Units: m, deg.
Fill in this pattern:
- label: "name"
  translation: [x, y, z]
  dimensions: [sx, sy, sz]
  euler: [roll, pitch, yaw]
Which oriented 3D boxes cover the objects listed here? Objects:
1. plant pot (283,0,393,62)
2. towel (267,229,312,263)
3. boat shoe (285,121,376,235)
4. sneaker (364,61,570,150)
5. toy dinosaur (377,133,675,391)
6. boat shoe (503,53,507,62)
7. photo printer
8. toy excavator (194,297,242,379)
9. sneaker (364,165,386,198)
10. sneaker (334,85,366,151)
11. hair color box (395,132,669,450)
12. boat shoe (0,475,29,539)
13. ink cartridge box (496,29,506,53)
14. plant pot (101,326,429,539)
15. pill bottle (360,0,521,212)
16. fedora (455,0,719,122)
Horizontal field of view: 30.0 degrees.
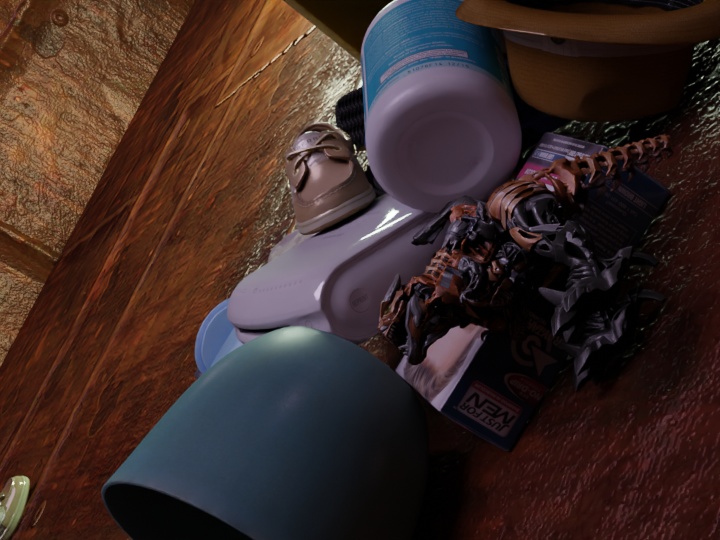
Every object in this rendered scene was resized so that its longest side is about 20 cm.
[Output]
- label: "plant pot"
  translation: [0.045, -0.356, 1.443]
  dimensions: [0.195, 0.194, 0.200]
  euler: [-44, 15, 35]
- label: "towel"
  translation: [-0.079, 0.029, 1.380]
  dimensions: [0.132, 0.034, 0.200]
  euler: [-36, 29, 49]
- label: "boat shoe"
  translation: [-0.034, -0.083, 1.128]
  dimensions: [0.074, 0.069, 0.200]
  euler: [-26, 14, 2]
- label: "sneaker"
  translation: [0.103, -0.115, 1.109]
  dimensions: [0.200, 0.078, 0.070]
  euler: [-9, 58, 36]
- label: "toy dinosaur"
  translation: [0.104, -0.012, 0.803]
  dimensions: [0.200, 0.102, 0.136]
  euler: [-51, 56, 15]
- label: "boat shoe"
  translation: [0.115, -0.199, 1.199]
  dimensions: [0.072, 0.066, 0.201]
  euler: [-45, 23, 33]
- label: "photo printer"
  translation: [0.000, 0.000, 1.031]
  dimensions: [0.200, 0.070, 0.166]
  euler: [-32, 12, -29]
- label: "toy excavator"
  translation: [-0.058, 0.090, 1.109]
  dimensions: [0.100, 0.194, 0.200]
  euler: [-58, -9, -1]
- label: "sneaker"
  translation: [0.020, -0.038, 1.182]
  dimensions: [0.109, 0.070, 0.200]
  euler: [-51, 17, 26]
- label: "sneaker"
  translation: [0.055, -0.153, 1.250]
  dimensions: [0.200, 0.090, 0.070]
  euler: [-8, 91, 61]
- label: "hair color box"
  translation: [0.111, 0.010, 0.900]
  dimensions: [0.200, 0.060, 0.100]
  euler: [-59, 19, 1]
- label: "boat shoe"
  translation: [-0.546, 0.383, 1.946]
  dimensions: [0.073, 0.063, 0.200]
  euler: [-17, 44, 63]
- label: "ink cartridge box"
  translation: [0.096, -0.262, 1.068]
  dimensions: [0.165, 0.200, 0.075]
  euler: [8, 62, 38]
- label: "plant pot"
  translation: [-0.046, 0.136, 0.905]
  dimensions: [0.200, 0.200, 0.161]
  euler: [-24, 30, 59]
- label: "pill bottle"
  translation: [0.056, -0.139, 1.009]
  dimensions: [0.111, 0.111, 0.200]
  euler: [-48, 25, 28]
- label: "fedora"
  translation: [0.164, -0.154, 0.929]
  dimensions: [0.201, 0.200, 0.082]
  euler: [-107, 13, -65]
